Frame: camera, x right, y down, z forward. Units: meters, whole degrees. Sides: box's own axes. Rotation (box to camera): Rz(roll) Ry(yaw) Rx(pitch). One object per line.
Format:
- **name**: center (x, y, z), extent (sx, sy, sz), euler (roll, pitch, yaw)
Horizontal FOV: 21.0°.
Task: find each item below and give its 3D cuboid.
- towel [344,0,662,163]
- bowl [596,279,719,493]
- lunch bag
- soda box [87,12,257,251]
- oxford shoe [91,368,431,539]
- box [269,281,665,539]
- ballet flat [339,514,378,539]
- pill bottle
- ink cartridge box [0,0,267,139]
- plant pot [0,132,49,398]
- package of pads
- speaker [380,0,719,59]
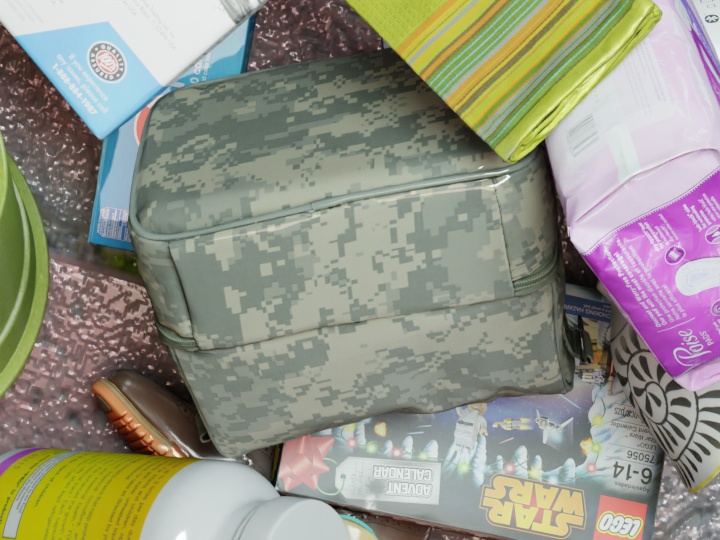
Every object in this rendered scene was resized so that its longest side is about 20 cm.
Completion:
- **towel**: center (0.027, -0.136, 0.798), extent (0.086, 0.018, 0.200), euler (-45, 64, 3)
- **bowl**: center (0.175, -0.003, 0.930), extent (0.094, 0.201, 0.202), euler (34, 101, 6)
- **lunch bag**: center (0.000, 0.000, 0.898), extent (0.198, 0.140, 0.169), euler (-10, 123, 6)
- **soda box**: center (-0.088, -0.110, 0.971), extent (0.064, 0.068, 0.202), euler (11, 103, -2)
- **oxford shoe**: center (-0.051, 0.102, 1.034), extent (0.199, 0.071, 0.073), euler (35, 78, -11)
- **box**: center (0.062, 0.067, 1.003), extent (0.198, 0.040, 0.138), euler (12, 79, -7)
- **ballet flat**: center (-0.041, 0.207, 1.009), extent (0.068, 0.063, 0.201), euler (27, 131, -3)
- **pill bottle**: center (-0.103, 0.143, 0.952), extent (0.199, 0.104, 0.105), euler (-1, 107, 37)
- **ink cartridge box**: center (-0.077, -0.170, 0.887), extent (0.200, 0.068, 0.116), euler (-39, 97, 6)
- **plant pot**: center (-0.232, -0.024, 0.890), extent (0.198, 0.190, 0.202), euler (4, 76, -15)
- **package of pads**: center (0.123, -0.061, 0.826), extent (0.075, 0.201, 0.121), euler (-28, 128, 17)
- **speaker**: center (0.108, -0.094, 0.974), extent (0.198, 0.081, 0.082), euler (-7, 104, 0)
